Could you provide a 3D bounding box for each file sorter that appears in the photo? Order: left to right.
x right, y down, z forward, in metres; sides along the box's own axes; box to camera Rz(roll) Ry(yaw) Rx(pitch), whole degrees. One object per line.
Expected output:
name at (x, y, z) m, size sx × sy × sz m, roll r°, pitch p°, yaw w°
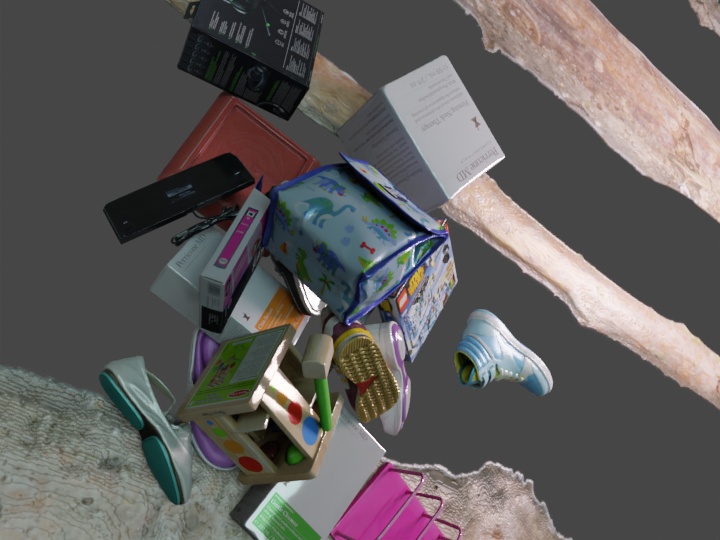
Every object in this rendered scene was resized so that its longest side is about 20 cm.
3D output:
file sorter at (0.081, 0.409, 0.789) m, size 0.139 × 0.125 × 0.201 m, roll -39°, pitch 97°, yaw -30°

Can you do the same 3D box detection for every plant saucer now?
plant saucer at (-0.173, -0.157, 0.846) m, size 0.199 × 0.037 × 0.202 m, roll 35°, pitch 63°, yaw -17°

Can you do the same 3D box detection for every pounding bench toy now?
pounding bench toy at (-0.085, 0.168, 0.673) m, size 0.157 × 0.198 × 0.125 m, roll 57°, pitch 34°, yaw -25°

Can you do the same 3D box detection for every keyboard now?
keyboard at (-0.233, -0.087, 0.741) m, size 0.198 × 0.021 × 0.127 m, roll -29°, pitch 58°, yaw -20°

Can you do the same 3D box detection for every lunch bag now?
lunch bag at (0.002, -0.057, 0.714) m, size 0.170 × 0.128 × 0.199 m, roll 43°, pitch 48°, yaw 17°

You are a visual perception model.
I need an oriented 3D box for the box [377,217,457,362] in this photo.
box at (0.097, 0.027, 0.888) m, size 0.201 × 0.039 × 0.138 m, roll -53°, pitch 139°, yaw -38°

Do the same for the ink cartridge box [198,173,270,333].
ink cartridge box at (-0.151, -0.026, 0.698) m, size 0.037 × 0.095 × 0.202 m, roll 17°, pitch 46°, yaw -1°

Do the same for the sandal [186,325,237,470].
sandal at (-0.196, 0.167, 0.741) m, size 0.081 × 0.050 × 0.206 m, roll -6°, pitch 79°, yaw -30°

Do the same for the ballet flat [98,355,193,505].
ballet flat at (-0.255, 0.197, 0.699) m, size 0.069 × 0.069 × 0.202 m, roll -31°, pitch 91°, yaw -31°

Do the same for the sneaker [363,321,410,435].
sneaker at (0.025, 0.165, 0.840) m, size 0.075 × 0.098 × 0.203 m, roll -66°, pitch 151°, yaw -61°

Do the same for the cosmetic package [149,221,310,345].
cosmetic package at (-0.173, 0.042, 0.758) m, size 0.199 × 0.071 × 0.102 m, roll 40°, pitch 42°, yaw -13°

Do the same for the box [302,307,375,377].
box at (-0.050, 0.120, 0.841) m, size 0.041 × 0.039 × 0.201 m, roll 43°, pitch 61°, yaw -14°

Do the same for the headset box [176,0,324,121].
headset box at (-0.171, -0.363, 0.850) m, size 0.198 × 0.093 × 0.176 m, roll 20°, pitch 58°, yaw -24°

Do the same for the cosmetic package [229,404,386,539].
cosmetic package at (-0.070, 0.294, 0.759) m, size 0.108 × 0.085 × 0.200 m, roll 46°, pitch 62°, yaw -9°

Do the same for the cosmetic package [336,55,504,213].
cosmetic package at (0.100, -0.215, 0.935) m, size 0.167 × 0.166 × 0.201 m, roll -37°, pitch 97°, yaw -31°

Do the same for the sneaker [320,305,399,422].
sneaker at (-0.003, 0.127, 0.752) m, size 0.074 × 0.202 × 0.090 m, roll -26°, pitch 46°, yaw -12°

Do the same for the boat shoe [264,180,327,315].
boat shoe at (-0.099, -0.026, 0.791) m, size 0.075 × 0.060 × 0.203 m, roll 13°, pitch 60°, yaw -56°

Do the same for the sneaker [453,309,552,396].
sneaker at (0.242, 0.181, 0.965) m, size 0.200 × 0.080 × 0.131 m, roll 43°, pitch 59°, yaw -2°
